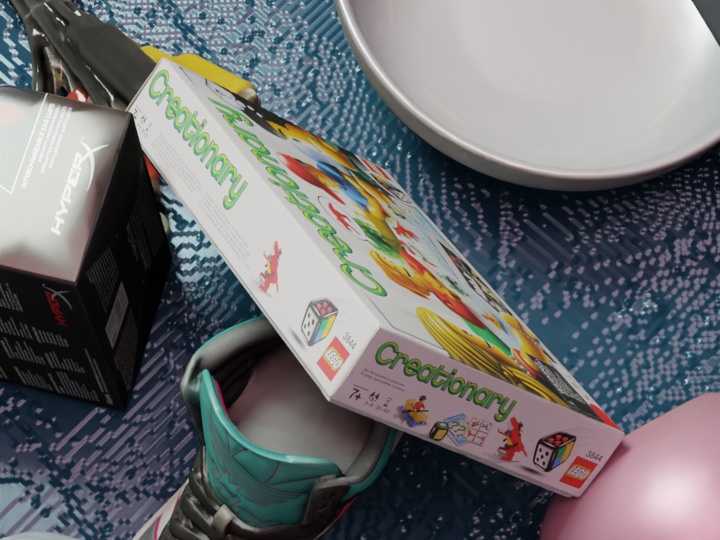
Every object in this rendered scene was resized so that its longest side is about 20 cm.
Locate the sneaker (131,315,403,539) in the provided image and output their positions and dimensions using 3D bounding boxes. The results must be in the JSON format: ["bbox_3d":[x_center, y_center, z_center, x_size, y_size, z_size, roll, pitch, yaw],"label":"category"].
[{"bbox_3d":[-0.046,0.092,0.813,0.084,0.121,0.200,30,73,13],"label":"sneaker"}]

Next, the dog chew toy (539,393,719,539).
[{"bbox_3d":[0.151,0.148,0.791,0.124,0.125,0.200,-28,79,-9],"label":"dog chew toy"}]

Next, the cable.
[{"bbox_3d":[-0.125,-0.093,0.941,0.097,0.050,0.200,-40,61,-7],"label":"cable"}]

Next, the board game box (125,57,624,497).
[{"bbox_3d":[0.000,0.000,0.804,0.035,0.126,0.200,-55,40,13],"label":"board game box"}]

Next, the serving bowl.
[{"bbox_3d":[0.083,-0.120,0.915,0.200,0.066,0.200,2,70,-5],"label":"serving bowl"}]

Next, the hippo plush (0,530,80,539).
[{"bbox_3d":[-0.107,0.142,0.668,0.161,0.159,0.200,-15,55,-43],"label":"hippo plush"}]

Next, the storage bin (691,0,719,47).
[{"bbox_3d":[0.236,-0.112,0.843,0.200,0.146,0.134,-29,77,-27],"label":"storage bin"}]

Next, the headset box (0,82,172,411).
[{"bbox_3d":[-0.185,-0.022,0.847,0.200,0.149,0.075,13,69,7],"label":"headset box"}]
